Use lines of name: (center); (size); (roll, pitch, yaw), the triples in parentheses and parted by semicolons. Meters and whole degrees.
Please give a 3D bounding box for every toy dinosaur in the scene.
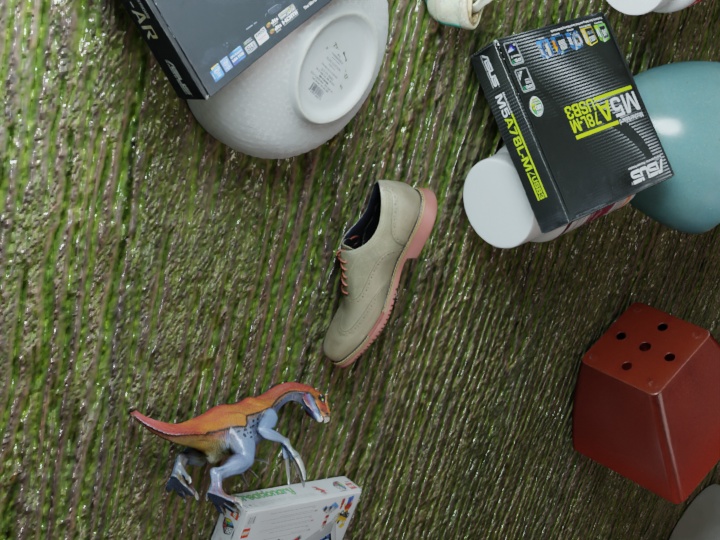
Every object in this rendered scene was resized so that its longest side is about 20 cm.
toy dinosaur: (-0.101, 0.149, 1.251); (0.182, 0.104, 0.202); (-58, 140, -39)

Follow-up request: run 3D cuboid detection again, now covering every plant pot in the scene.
plant pot: (0.416, 0.168, 1.856); (0.200, 0.199, 0.178); (-42, 133, -23)
plant pot: (0.350, -0.155, 1.527); (0.133, 0.201, 0.203); (11, 111, -19)

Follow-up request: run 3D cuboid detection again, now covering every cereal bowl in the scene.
cereal bowl: (-0.045, -0.178, 1.059); (0.199, 0.083, 0.202); (-34, 140, -34)

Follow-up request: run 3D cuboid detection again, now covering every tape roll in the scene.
tape roll: (0.703, 0.540, 2.566); (0.202, 0.138, 0.205); (-33, 139, -34)

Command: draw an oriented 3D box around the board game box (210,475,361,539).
board game box: (-0.088, 0.295, 1.424); (0.199, 0.034, 0.128); (3, 113, -53)

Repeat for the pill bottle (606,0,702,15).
pill bottle: (0.345, -0.342, 1.408); (0.199, 0.115, 0.117); (-26, 136, -38)

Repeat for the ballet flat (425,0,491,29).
ballet flat: (0.133, -0.308, 1.205); (0.202, 0.062, 0.067); (-60, 147, 2)

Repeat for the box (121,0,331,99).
box: (-0.087, -0.244, 0.929); (0.200, 0.043, 0.161); (-41, 118, -23)

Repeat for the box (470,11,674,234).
box: (0.221, -0.156, 1.354); (0.198, 0.196, 0.047); (-21, 175, -42)

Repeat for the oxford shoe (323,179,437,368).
oxford shoe: (0.000, 0.000, 1.295); (0.074, 0.070, 0.202); (18, 105, -29)

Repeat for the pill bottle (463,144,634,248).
pill bottle: (0.209, -0.097, 1.428); (0.199, 0.114, 0.116); (-22, 133, -42)
